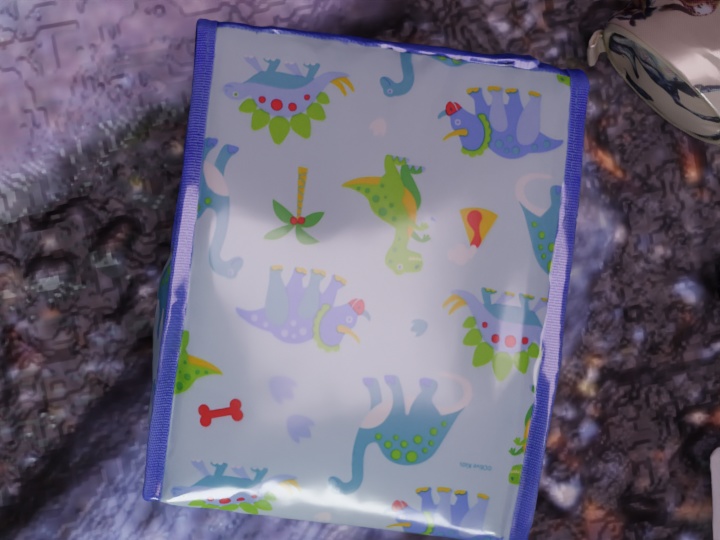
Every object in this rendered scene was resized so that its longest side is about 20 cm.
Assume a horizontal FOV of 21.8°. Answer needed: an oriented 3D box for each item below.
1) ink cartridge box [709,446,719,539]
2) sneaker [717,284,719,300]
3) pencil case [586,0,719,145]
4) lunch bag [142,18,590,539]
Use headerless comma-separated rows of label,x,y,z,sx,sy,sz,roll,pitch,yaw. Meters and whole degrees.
ink cartridge box,0.265,0.131,0.843,0.199,0.068,0.116,-2,91,26
sneaker,0.232,-0.066,0.851,0.199,0.060,0.104,-30,102,-8
pencil case,0.192,-0.147,0.826,0.200,0.078,0.089,-47,59,2
lunch bag,0.000,0.000,0.798,0.169,0.127,0.201,6,106,-7
